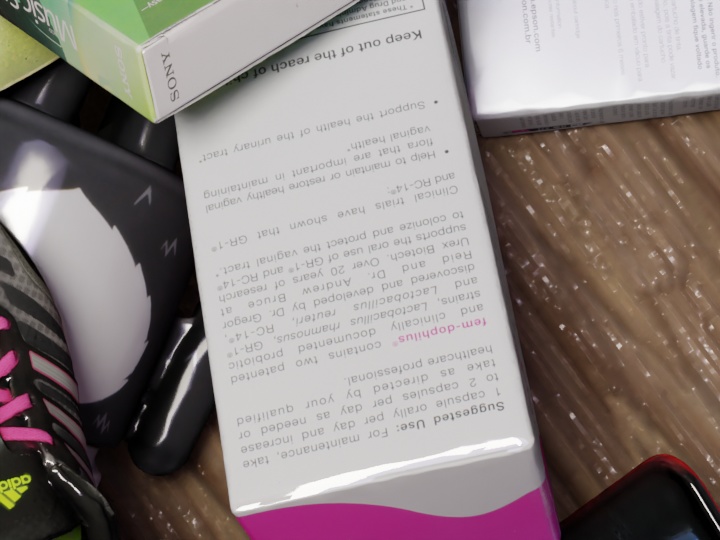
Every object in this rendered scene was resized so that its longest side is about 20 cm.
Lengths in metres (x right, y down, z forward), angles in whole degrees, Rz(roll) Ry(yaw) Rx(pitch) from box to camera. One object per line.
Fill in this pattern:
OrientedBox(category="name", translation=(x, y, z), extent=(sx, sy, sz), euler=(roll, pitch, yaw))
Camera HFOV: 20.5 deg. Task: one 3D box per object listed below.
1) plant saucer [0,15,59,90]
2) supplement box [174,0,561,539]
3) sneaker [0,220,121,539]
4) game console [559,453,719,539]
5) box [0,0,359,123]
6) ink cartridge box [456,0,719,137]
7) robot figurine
OrientedBox(category="plant saucer", translation=(-0.172, -0.126, 0.780), extent=(0.200, 0.031, 0.200), euler=(-11, 40, 9))
OrientedBox(category="supplement box", translation=(0.000, 0.000, 0.697), extent=(0.103, 0.101, 0.200), euler=(-14, 61, 4))
OrientedBox(category="sneaker", translation=(-0.122, 0.061, 0.663), extent=(0.074, 0.087, 0.200), euler=(-17, 99, -12))
OrientedBox(category="game console", translation=(0.090, 0.192, 0.702), extent=(0.172, 0.119, 0.200), euler=(-31, 77, 3))
OrientedBox(category="box", translation=(-0.077, -0.138, 0.713), extent=(0.144, 0.036, 0.200), euler=(-34, 47, -24))
OrientedBox(category="ink cartridge box", translation=(0.133, -0.161, 0.790), extent=(0.200, 0.043, 0.197), euler=(-5, 82, 6))
OrientedBox(category="robot figurine", translation=(-0.132, 0.007, 0.764), extent=(0.150, 0.125, 0.200), euler=(21, 85, 22))
